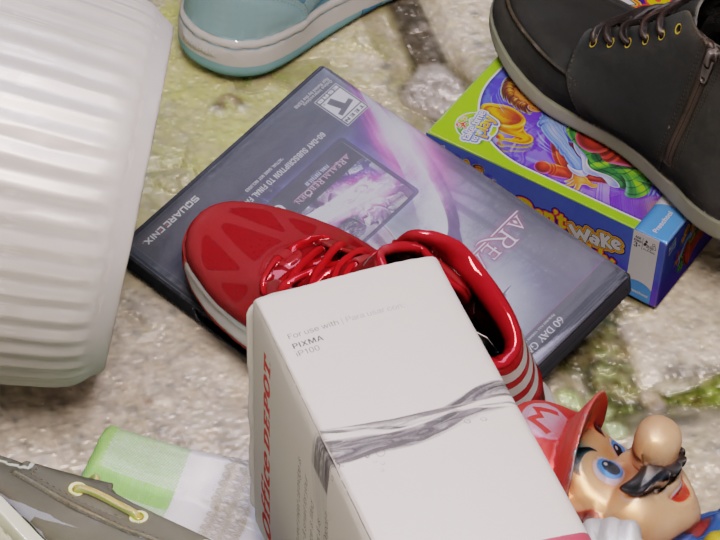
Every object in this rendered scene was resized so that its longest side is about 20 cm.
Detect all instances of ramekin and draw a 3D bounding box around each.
[{"bbox_3d":[-0.149,-0.041,1.224,0.105,0.200,0.200,12,45,-6],"label":"ramekin"}]

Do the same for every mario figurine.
[{"bbox_3d":[0.146,0.109,1.125,0.200,0.123,0.106,31,80,5],"label":"mario figurine"}]

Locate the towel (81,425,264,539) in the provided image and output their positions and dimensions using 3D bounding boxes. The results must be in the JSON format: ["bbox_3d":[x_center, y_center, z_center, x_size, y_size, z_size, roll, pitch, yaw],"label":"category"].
[{"bbox_3d":[-0.041,0.141,1.161,0.200,0.031,0.149,15,46,11],"label":"towel"}]

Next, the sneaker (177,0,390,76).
[{"bbox_3d":[-0.015,-0.197,1.425,0.079,0.131,0.200,28,50,24],"label":"sneaker"}]

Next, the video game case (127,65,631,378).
[{"bbox_3d":[0.005,-0.001,1.291,0.200,0.019,0.143,35,66,28],"label":"video game case"}]

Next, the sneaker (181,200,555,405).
[{"bbox_3d":[0.000,0.000,1.208,0.200,0.116,0.078,27,62,23],"label":"sneaker"}]

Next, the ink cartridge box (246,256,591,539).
[{"bbox_3d":[0.026,0.114,1.070,0.083,0.147,0.200,-14,48,-14],"label":"ink cartridge box"}]

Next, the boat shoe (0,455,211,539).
[{"bbox_3d":[-0.114,0.119,1.122,0.201,0.072,0.060,26,40,25],"label":"boat shoe"}]

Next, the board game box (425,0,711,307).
[{"bbox_3d":[0.139,-0.082,1.382,0.134,0.045,0.200,26,49,20],"label":"board game box"}]

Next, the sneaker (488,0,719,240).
[{"bbox_3d":[0.139,-0.110,1.301,0.075,0.106,0.200,-29,52,-28],"label":"sneaker"}]
